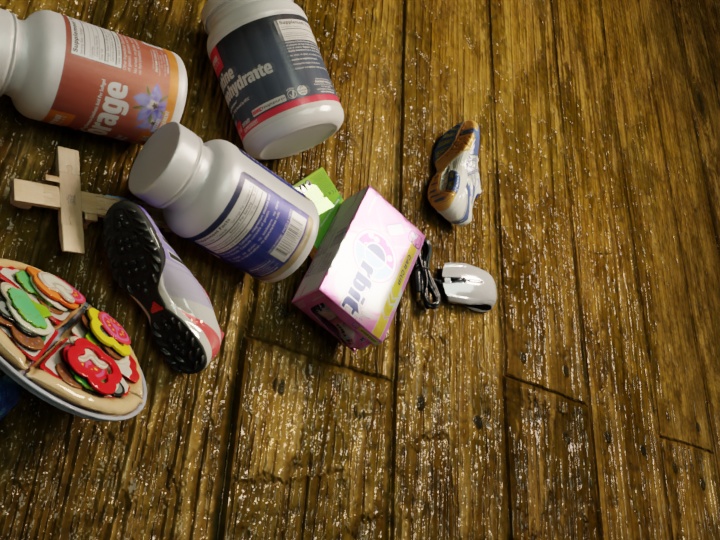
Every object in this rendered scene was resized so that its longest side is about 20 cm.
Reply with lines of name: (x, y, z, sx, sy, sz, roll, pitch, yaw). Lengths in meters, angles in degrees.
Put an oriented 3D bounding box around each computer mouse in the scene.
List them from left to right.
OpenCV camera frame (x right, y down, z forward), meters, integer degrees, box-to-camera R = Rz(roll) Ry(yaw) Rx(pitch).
computer mouse: (0.163, 0.018, 1.120, 0.199, 0.044, 0.110, 12, 64, -39)

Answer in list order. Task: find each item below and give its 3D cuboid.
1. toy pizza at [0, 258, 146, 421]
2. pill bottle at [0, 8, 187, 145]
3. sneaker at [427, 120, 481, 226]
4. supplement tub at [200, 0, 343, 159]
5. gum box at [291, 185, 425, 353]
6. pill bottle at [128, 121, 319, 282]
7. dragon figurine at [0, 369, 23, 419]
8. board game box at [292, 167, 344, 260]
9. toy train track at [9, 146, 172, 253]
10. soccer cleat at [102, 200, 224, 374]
toy pizza: (-0.268, 0.054, 0.629, 0.200, 0.032, 0.200, 45, 5, -5)
pill bottle: (-0.298, -0.206, 0.740, 0.199, 0.112, 0.113, 8, 68, -40)
sneaker: (0.171, -0.166, 1.196, 0.088, 0.075, 0.201, 43, 55, -37)
supplement tub: (-0.117, -0.260, 0.909, 0.140, 0.140, 0.201, -19, 86, -45)
gum box: (0.000, 0.000, 0.925, 0.113, 0.066, 0.201, 40, 52, -21)
pill bottle: (-0.154, -0.078, 0.794, 0.200, 0.119, 0.120, 33, 52, -40)
dragon figurine: (-0.307, 0.089, 0.589, 0.059, 0.200, 0.100, 38, 81, -5)
board game box: (-0.033, -0.039, 0.975, 0.200, 0.030, 0.095, 56, 47, -7)
toy train track: (-0.282, -0.065, 0.755, 0.199, 0.032, 0.115, 9, 67, -48)
soccer cleat: (-0.211, 0.013, 0.754, 0.201, 0.068, 0.073, 66, 22, -16)
